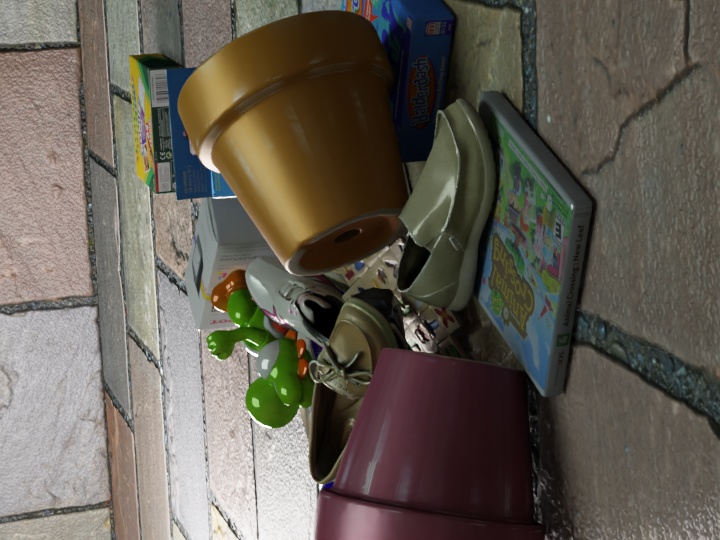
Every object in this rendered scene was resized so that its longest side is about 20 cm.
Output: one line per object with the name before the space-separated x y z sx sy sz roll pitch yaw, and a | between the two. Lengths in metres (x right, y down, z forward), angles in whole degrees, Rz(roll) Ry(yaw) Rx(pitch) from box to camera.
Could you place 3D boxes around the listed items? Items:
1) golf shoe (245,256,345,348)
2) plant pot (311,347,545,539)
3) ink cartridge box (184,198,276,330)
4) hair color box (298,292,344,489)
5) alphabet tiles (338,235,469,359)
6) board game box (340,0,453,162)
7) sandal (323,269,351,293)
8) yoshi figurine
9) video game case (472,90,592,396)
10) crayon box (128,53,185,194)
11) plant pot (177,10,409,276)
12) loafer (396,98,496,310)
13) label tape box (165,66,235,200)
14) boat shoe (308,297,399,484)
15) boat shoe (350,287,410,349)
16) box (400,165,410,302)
golf shoe | -0.051 0.035 1.836 0.199 0.073 0.092 34 166 29
plant pot | 0.067 0.165 1.472 0.200 0.198 0.181 173 106 -72
ink cartridge box | -0.122 -0.018 2.045 0.201 0.146 0.086 109 151 -55
hair color box | -0.032 0.134 1.950 0.110 0.064 0.201 109 151 -53
alphabet tiles | 0.038 0.038 1.670 0.167 0.006 0.200 56 157 5
board game box | 0.029 -0.221 1.666 0.200 0.045 0.153 -119 28 -51
sandal | 0.000 0.000 1.803 0.054 0.080 0.200 -54 38 -5
yoshi figurine | -0.111 0.100 1.931 0.201 0.111 0.113 -119 15 -47
video game case | 0.134 -0.025 1.440 0.200 0.022 0.184 -121 30 -53
crayon box | -0.327 -0.238 2.761 0.172 0.058 0.202 -144 51 -67
plant pot | -0.044 -0.104 1.566 0.185 0.198 0.200 67 158 17
loafer | 0.070 -0.051 1.487 0.076 0.068 0.202 -123 32 -56
label tape box | -0.101 -0.153 1.843 0.063 0.198 0.146 -169 74 -71
boat shoe | -0.010 0.115 1.559 0.073 0.063 0.201 30 136 29
boat shoe | 0.023 0.123 1.660 0.093 0.074 0.201 -86 -17 -56
box | 0.031 -0.055 1.723 0.041 0.038 0.202 126 135 -64
